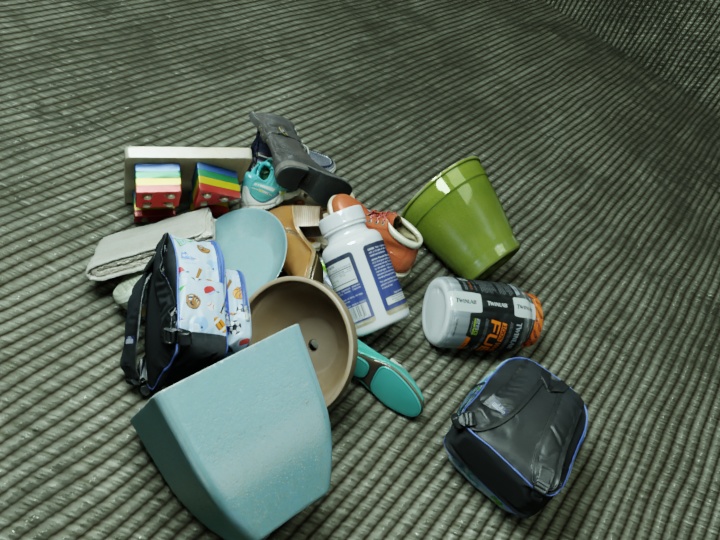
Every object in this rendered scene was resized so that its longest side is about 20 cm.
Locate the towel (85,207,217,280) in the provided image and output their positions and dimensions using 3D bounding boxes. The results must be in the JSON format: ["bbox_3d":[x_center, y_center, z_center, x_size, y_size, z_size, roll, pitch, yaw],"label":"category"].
[{"bbox_3d":[-0.323,-0.043,0.999,0.195,0.035,0.133,-16,25,-6],"label":"towel"}]

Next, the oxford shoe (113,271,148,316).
[{"bbox_3d":[-0.323,0.004,1.016,0.074,0.059,0.201,-15,29,23],"label":"oxford shoe"}]

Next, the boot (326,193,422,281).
[{"bbox_3d":[0.027,-0.084,1.132,0.199,0.108,0.075,42,51,9],"label":"boot"}]

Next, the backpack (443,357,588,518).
[{"bbox_3d":[0.235,0.246,0.970,0.182,0.148,0.200,38,50,13],"label":"backpack"}]

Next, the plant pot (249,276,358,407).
[{"bbox_3d":[-0.088,0.115,0.956,0.200,0.202,0.092,42,8,18],"label":"plant pot"}]

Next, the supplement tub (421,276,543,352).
[{"bbox_3d":[0.219,0.081,1.138,0.195,0.124,0.124,6,46,-18],"label":"supplement tub"}]

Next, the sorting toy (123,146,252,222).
[{"bbox_3d":[-0.293,-0.134,1.070,0.194,0.200,0.071,-4,77,-22],"label":"sorting toy"}]

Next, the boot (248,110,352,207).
[{"bbox_3d":[-0.111,-0.220,1.203,0.198,0.069,0.176,19,37,-44],"label":"boot"}]

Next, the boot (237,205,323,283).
[{"bbox_3d":[-0.142,-0.024,1.087,0.151,0.077,0.205,-5,64,8],"label":"boot"}]

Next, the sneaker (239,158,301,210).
[{"bbox_3d":[-0.164,-0.172,1.200,0.076,0.082,0.200,5,23,18],"label":"sneaker"}]

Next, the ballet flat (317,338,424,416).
[{"bbox_3d":[0.025,0.156,1.024,0.197,0.068,0.071,32,29,3],"label":"ballet flat"}]

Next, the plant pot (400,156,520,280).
[{"bbox_3d":[0.212,-0.084,1.258,0.198,0.201,0.195,-24,72,-39],"label":"plant pot"}]

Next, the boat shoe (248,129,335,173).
[{"bbox_3d":[-0.133,-0.242,1.304,0.195,0.094,0.076,-3,49,-26],"label":"boat shoe"}]

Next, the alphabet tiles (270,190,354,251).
[{"bbox_3d":[-0.095,-0.104,1.215,0.191,0.015,0.202,-9,43,-12],"label":"alphabet tiles"}]

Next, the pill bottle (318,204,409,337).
[{"bbox_3d":[0.000,0.000,1.068,0.109,0.110,0.204,-19,87,-37],"label":"pill bottle"}]

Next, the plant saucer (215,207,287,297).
[{"bbox_3d":[-0.202,-0.009,1.042,0.196,0.039,0.205,-11,57,17],"label":"plant saucer"}]

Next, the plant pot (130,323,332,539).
[{"bbox_3d":[-0.144,0.218,0.791,0.193,0.196,0.203,-23,83,-34],"label":"plant pot"}]

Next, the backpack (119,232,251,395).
[{"bbox_3d":[-0.238,0.052,0.886,0.151,0.199,0.195,3,63,-39],"label":"backpack"}]

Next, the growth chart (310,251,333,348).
[{"bbox_3d":[-0.080,0.055,1.099,0.144,0.018,0.200,37,43,12],"label":"growth chart"}]
